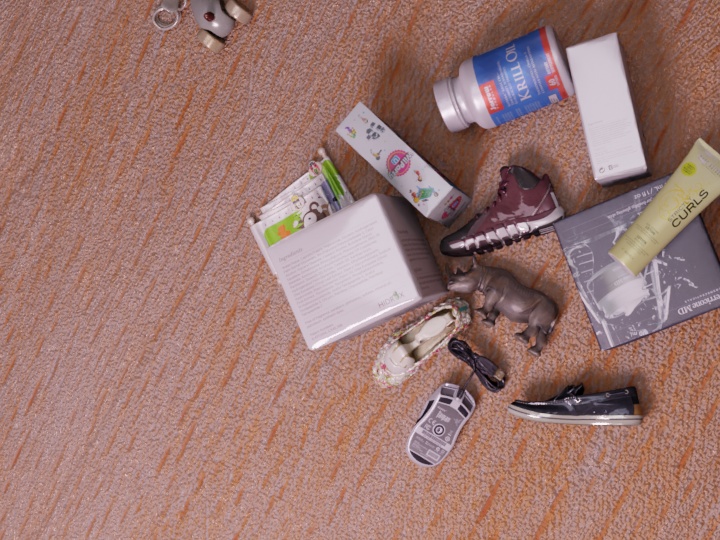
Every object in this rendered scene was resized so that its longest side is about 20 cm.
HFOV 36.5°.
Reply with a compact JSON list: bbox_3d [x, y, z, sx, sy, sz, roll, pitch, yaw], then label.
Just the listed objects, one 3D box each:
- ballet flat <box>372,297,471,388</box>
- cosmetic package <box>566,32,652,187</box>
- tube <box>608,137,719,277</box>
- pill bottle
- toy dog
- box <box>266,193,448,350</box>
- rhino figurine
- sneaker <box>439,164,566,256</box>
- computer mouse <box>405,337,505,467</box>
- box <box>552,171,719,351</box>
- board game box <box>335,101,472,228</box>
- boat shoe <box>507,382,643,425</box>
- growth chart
[{"bbox_3d":[0.087,0.111,1.706,0.200,0.064,0.076,-42,76,13],"label":"ballet flat"},{"bbox_3d":[0.365,-0.232,1.600,0.080,0.113,0.203,-12,86,19],"label":"cosmetic package"},{"bbox_3d":[0.420,-0.082,1.481,0.058,0.052,0.200,40,95,-25],"label":"tube"},{"bbox_3d":[0.216,-0.282,1.654,0.198,0.112,0.114,-21,81,17],"label":"pill bottle"},{"bbox_3d":[-0.281,-0.457,1.846,0.198,0.096,0.133,25,95,19],"label":"toy dog"},{"bbox_3d":[0.000,0.000,1.666,0.198,0.199,0.173,-25,85,16],"label":"box"},{"bbox_3d":[0.212,0.042,1.666,0.199,0.060,0.088,33,78,19],"label":"rhino figurine"},{"bbox_3d":[0.208,-0.096,1.676,0.197,0.076,0.117,-16,77,7],"label":"sneaker"},{"bbox_3d":[0.135,0.210,1.689,0.109,0.044,0.201,32,100,-8],"label":"computer mouse"},{"bbox_3d":[0.407,-0.011,1.570,0.198,0.124,0.199,-23,82,17],"label":"box"},{"bbox_3d":[0.068,-0.160,1.682,0.200,0.147,0.064,45,99,15],"label":"board game box"},{"bbox_3d":[0.317,0.198,1.618,0.197,0.075,0.063,-1,82,14],"label":"boat shoe"},{"bbox_3d":[-0.094,-0.085,1.804,0.199,0.018,0.145,-40,76,14],"label":"growth chart"}]
